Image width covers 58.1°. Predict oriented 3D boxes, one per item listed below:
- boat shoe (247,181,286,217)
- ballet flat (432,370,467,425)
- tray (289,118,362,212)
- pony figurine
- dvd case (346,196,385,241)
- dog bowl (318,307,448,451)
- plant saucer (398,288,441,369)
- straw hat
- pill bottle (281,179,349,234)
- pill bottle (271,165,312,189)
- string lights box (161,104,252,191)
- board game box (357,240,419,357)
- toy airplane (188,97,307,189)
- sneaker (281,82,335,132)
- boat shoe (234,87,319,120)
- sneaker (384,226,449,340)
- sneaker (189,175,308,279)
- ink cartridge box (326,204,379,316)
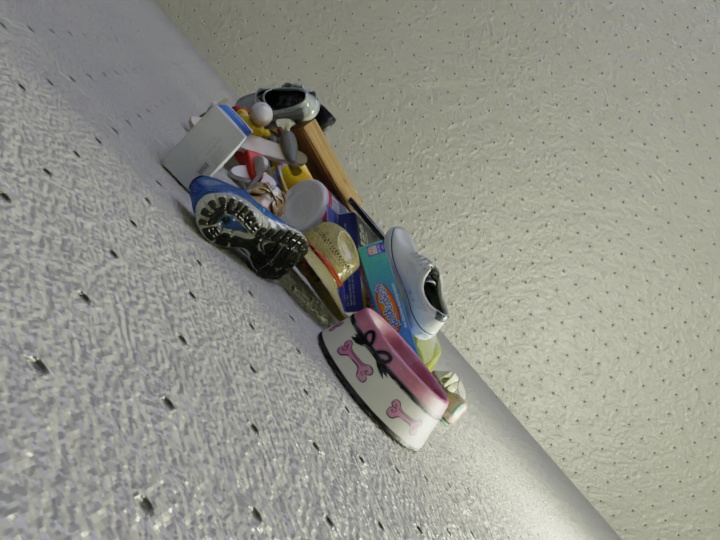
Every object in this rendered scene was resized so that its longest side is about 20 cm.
[{"bbox_3d":[-0.158,-0.110,1.046,0.074,0.069,0.200,47,5,-8],"label":"boat shoe"},{"bbox_3d":[0.168,0.234,1.256,0.068,0.067,0.200,46,5,-15],"label":"ballet flat"},{"bbox_3d":[-0.077,-0.214,1.354,0.202,0.037,0.098,59,-20,-21],"label":"tray"},{"bbox_3d":[-0.198,-0.275,1.449,0.193,0.163,0.205,-42,-121,60],"label":"pony figurine"},{"bbox_3d":[0.054,-0.048,1.234,0.201,0.016,0.149,51,3,12],"label":"dvd case"},{"bbox_3d":[0.037,0.134,0.853,0.201,0.074,0.200,48,5,-6],"label":"dog bowl"},{"bbox_3d":[0.092,0.094,1.140,0.201,0.047,0.204,86,-14,-72],"label":"plant saucer"},{"bbox_3d":[-0.050,-0.024,0.974,0.202,0.084,0.202,51,-11,13],"label":"straw hat"},{"bbox_3d":[-0.069,-0.082,1.320,0.200,0.119,0.120,43,6,-48],"label":"pill bottle"},{"bbox_3d":[-0.162,-0.232,1.700,0.200,0.113,0.113,47,5,-6],"label":"pill bottle"},{"bbox_3d":[-0.209,-0.176,0.914,0.059,0.103,0.200,44,5,-15],"label":"string lights box"},{"bbox_3d":[0.043,0.065,1.035,0.152,0.044,0.204,95,-22,-83],"label":"board game box"},{"bbox_3d":[-0.211,-0.255,1.258,0.197,0.142,0.200,35,24,4],"label":"toy airplane"},{"bbox_3d":[-0.123,-0.351,1.392,0.200,0.074,0.089,41,-15,50],"label":"sneaker"},{"bbox_3d":[-0.182,-0.350,1.336,0.196,0.072,0.071,4,-14,22],"label":"boat shoe"},{"bbox_3d":[0.096,0.007,1.035,0.072,0.071,0.204,10,52,-42],"label":"sneaker"},{"bbox_3d":[-0.136,-0.060,0.806,0.090,0.078,0.200,54,8,37],"label":"sneaker"},{"bbox_3d":[0.000,0.000,1.220,0.200,0.046,0.202,44,37,-60],"label":"ink cartridge box"}]
